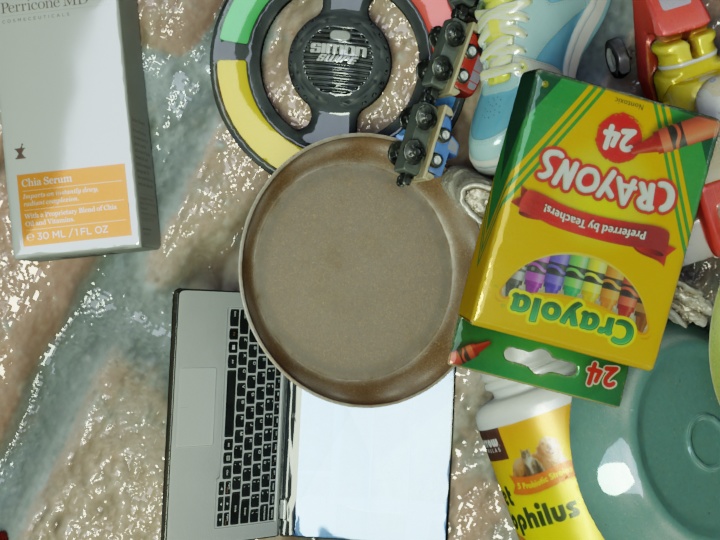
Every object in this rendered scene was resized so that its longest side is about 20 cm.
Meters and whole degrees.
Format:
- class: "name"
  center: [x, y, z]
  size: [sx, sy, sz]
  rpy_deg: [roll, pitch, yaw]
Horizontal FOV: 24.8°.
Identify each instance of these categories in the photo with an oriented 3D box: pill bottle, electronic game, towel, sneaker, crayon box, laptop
- class: "pill bottle"
  center: [0.153, 0.141, 1.192]
  size: [0.109, 0.109, 0.200]
  rpy_deg: [-21, 87, 4]
- class: "electronic game"
  center: [-0.016, -0.158, 1.243]
  size: [0.199, 0.042, 0.201]
  rpy_deg: [0, 89, 5]
- class: "towel"
  center: [0.150, -0.017, 1.166]
  size: [0.200, 0.133, 0.035]
  rpy_deg: [27, 95, -7]
- class: "sneaker"
  center: [0.099, -0.175, 1.159]
  size: [0.079, 0.131, 0.200]
  rpy_deg: [-7, 48, 41]
- class: "crayon box"
  center: [0.144, -0.018, 1.066]
  size: [0.127, 0.051, 0.201]
  rpy_deg: [14, 93, -8]
- class: "laptop"
  center: [-0.035, 0.111, 1.208]
  size: [0.116, 0.200, 0.188]
  rpy_deg: [2, 89, 38]

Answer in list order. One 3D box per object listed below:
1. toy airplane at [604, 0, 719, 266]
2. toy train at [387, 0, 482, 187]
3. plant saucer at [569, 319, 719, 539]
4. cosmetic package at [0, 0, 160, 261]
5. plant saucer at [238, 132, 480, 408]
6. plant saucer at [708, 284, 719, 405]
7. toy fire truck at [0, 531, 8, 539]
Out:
- class: "toy airplane"
  center: [0.248, -0.096, 1.165]
  size: [0.199, 0.141, 0.200]
  rpy_deg: [29, 84, -2]
- class: "toy train"
  center: [0.069, -0.151, 1.207]
  size: [0.046, 0.034, 0.200]
  rpy_deg: [25, 77, -27]
- class: "plant saucer"
  center: [0.237, 0.124, 1.163]
  size: [0.200, 0.036, 0.201]
  rpy_deg: [10, 72, -31]
- class: "cosmetic package"
  center: [-0.216, -0.111, 1.245]
  size: [0.101, 0.071, 0.201]
  rpy_deg: [-7, 88, 5]
- class: "plant saucer"
  center: [0.000, 0.000, 1.202]
  size: [0.200, 0.032, 0.201]
  rpy_deg: [1, 88, -24]
- class: "plant saucer"
  center: [0.332, 0.038, 1.160]
  size: [0.200, 0.031, 0.201]
  rpy_deg: [-8, 106, -29]
- class: "toy fire truck"
  center: [-0.333, 0.260, 1.261]
  size: [0.141, 0.049, 0.201]
  rpy_deg: [-11, 89, 5]
